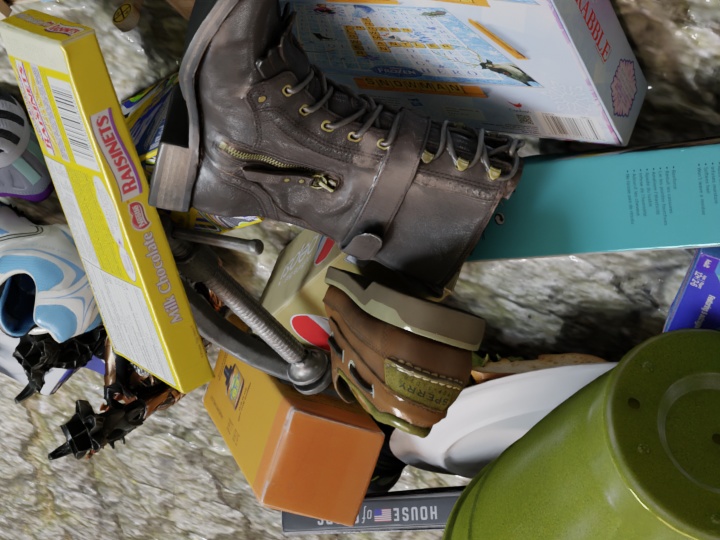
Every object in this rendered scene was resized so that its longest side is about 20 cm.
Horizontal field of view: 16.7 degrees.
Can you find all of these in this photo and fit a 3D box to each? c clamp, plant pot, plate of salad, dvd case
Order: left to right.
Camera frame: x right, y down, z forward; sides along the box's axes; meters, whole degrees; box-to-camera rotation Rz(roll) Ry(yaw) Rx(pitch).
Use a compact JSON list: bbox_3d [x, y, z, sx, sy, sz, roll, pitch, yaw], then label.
[{"bbox_3d":[-0.079,0.020,1.391,0.170,0.027,0.200,19,161,37],"label":"c clamp"},{"bbox_3d":[0.067,0.150,1.561,0.150,0.025,0.199,-7,174,34],"label":"dvd case"},{"bbox_3d":[0.114,0.083,1.481,0.199,0.048,0.200,-8,158,-3],"label":"plate of salad"},{"bbox_3d":[0.164,0.134,1.330,0.199,0.201,0.193,23,144,-2],"label":"plant pot"}]

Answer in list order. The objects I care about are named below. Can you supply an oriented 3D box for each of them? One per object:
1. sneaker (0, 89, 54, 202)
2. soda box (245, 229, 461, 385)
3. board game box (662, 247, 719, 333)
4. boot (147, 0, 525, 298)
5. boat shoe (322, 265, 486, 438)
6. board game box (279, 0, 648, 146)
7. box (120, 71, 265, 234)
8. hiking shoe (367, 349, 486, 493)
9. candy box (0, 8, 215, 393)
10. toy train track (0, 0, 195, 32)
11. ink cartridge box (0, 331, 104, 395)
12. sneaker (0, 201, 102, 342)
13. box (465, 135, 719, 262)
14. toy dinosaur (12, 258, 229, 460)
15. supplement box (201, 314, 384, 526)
[{"bbox_3d":[-0.274,-0.065,1.520,0.199,0.075,0.088,4,154,33],"label":"sneaker"},{"bbox_3d":[0.000,0.000,1.422,0.064,0.068,0.200,28,155,-12],"label":"soda box"},{"bbox_3d":[0.266,0.038,1.302,0.199,0.045,0.152,19,156,6],"label":"board game box"},{"bbox_3d":[-0.004,-0.076,1.174,0.173,0.070,0.201,14,139,-5],"label":"boot"},{"bbox_3d":[0.011,0.042,1.258,0.071,0.068,0.200,18,-179,-7],"label":"boat shoe"},{"bbox_3d":[0.015,-0.140,1.160,0.199,0.041,0.200,9,152,29],"label":"board game box"},{"bbox_3d":[-0.096,-0.061,1.337,0.070,0.065,0.200,34,166,-15],"label":"box"},{"bbox_3d":[0.041,0.103,1.579,0.100,0.076,0.200,21,152,5],"label":"hiking shoe"},{"bbox_3d":[-0.135,-0.037,1.298,0.102,0.026,0.201,27,138,62],"label":"candy box"},{"bbox_3d":[-0.144,-0.148,1.288,0.199,0.033,0.115,-2,146,44],"label":"toy train track"},{"bbox_3d":[-0.228,0.027,1.700,0.199,0.041,0.200,26,155,-9],"label":"ink cartridge box"},{"bbox_3d":[-0.213,0.004,1.508,0.072,0.073,0.200,51,160,-24],"label":"sneaker"},{"bbox_3d":[0.140,-0.037,1.207,0.199,0.050,0.082,-4,-175,44],"label":"box"},{"bbox_3d":[-0.146,0.066,1.595,0.102,0.135,0.201,38,132,34],"label":"toy dinosaur"},{"bbox_3d":[-0.046,0.091,1.530,0.068,0.067,0.200,15,-169,-20],"label":"supplement box"}]
